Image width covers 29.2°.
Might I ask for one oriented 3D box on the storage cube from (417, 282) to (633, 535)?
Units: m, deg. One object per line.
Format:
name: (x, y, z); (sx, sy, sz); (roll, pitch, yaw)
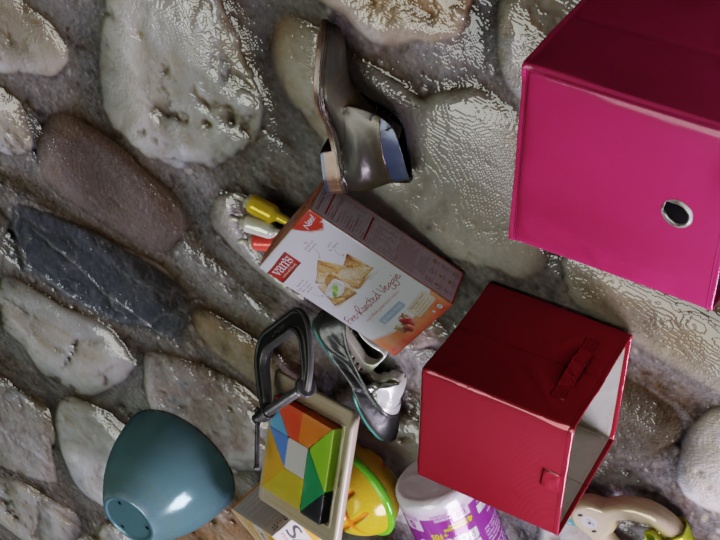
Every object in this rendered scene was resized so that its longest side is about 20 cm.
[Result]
storage cube: (0.180, 0.153, 1.541); (0.179, 0.171, 0.200); (21, 135, 21)

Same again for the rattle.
rattle: (0.286, 0.338, 1.650); (0.200, 0.143, 0.130); (19, 153, 14)

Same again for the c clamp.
c clamp: (-0.099, 0.145, 1.775); (0.027, 0.171, 0.200); (5, 152, -26)

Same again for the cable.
cable: (-0.064, -0.035, 1.652); (0.200, 0.050, 0.097); (17, 130, 25)

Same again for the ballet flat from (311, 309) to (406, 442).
ballet flat: (0.011, 0.129, 1.728); (0.068, 0.068, 0.200); (-20, 112, 31)

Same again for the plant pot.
plant pot: (-0.310, 0.331, 2.082); (0.200, 0.135, 0.200); (20, 135, 22)

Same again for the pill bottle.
pill bottle: (0.128, 0.340, 1.782); (0.112, 0.112, 0.200); (-3, 123, 38)

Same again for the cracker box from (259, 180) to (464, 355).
cracker box: (0.000, 0.000, 1.600); (0.200, 0.058, 0.134); (34, 138, -9)

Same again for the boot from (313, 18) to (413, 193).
boot: (0.004, -0.177, 1.489); (0.097, 0.075, 0.200); (0, 122, 9)

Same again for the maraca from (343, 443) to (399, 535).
maraca: (-0.027, 0.279, 1.854); (0.200, 0.107, 0.137); (35, 142, 29)

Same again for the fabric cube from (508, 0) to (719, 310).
fabric cube: (0.265, -0.121, 1.225); (0.199, 0.200, 0.197); (21, 136, 22)

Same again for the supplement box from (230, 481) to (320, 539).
supplement box: (-0.096, 0.377, 1.949); (0.126, 0.073, 0.200); (55, 163, -14)

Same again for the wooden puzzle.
wooden puzzle: (-0.076, 0.245, 1.803); (0.200, 0.037, 0.185); (25, 111, 51)
